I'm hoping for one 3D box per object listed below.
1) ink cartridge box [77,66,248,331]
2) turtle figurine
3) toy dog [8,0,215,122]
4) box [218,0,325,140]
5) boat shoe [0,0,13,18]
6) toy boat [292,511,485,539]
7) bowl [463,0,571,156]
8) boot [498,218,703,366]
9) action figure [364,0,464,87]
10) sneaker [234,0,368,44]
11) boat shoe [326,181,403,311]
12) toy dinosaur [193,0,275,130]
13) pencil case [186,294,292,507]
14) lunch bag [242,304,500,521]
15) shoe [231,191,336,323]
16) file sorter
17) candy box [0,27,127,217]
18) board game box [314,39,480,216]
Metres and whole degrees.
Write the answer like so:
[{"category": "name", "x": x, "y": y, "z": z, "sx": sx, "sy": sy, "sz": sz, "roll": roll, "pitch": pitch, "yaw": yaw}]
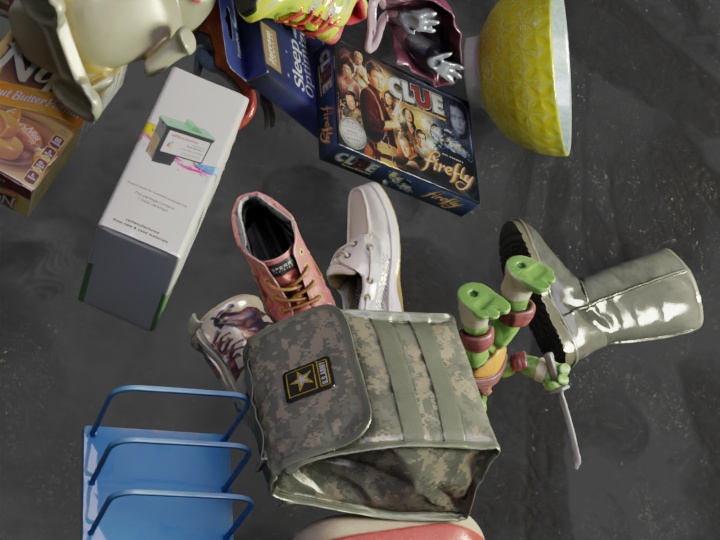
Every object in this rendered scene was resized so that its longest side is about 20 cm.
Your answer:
[{"category": "ink cartridge box", "x": -0.187, "y": -0.069, "z": 1.413, "sx": 0.083, "sy": 0.145, "sz": 0.202, "roll": 23, "pitch": 56, "yaw": -5}, {"category": "turtle figurine", "x": 0.143, "y": 0.102, "z": 1.406, "sx": 0.142, "sy": 0.195, "sz": 0.201, "roll": -3, "pitch": 42, "yaw": -8}, {"category": "toy dog", "x": -0.226, "y": -0.251, "z": 1.439, "sx": 0.199, "sy": 0.193, "sz": 0.141, "roll": -31, "pitch": 113, "yaw": -25}, {"category": "box", "x": -0.080, "y": -0.223, "z": 1.541, "sx": 0.200, "sy": 0.032, "sz": 0.123, "roll": 32, "pitch": 43, "yaw": -54}, {"category": "boat shoe", "x": -0.373, "y": -0.314, "z": 1.520, "sx": 0.198, "sy": 0.072, "sz": 0.077, "roll": 16, "pitch": 57, "yaw": -14}, {"category": "toy boat", "x": 0.028, "y": 0.288, "z": 1.307, "sx": 0.198, "sy": 0.131, "sz": 0.132, "roll": -4, "pitch": 58, "yaw": -24}, {"category": "bowl", "x": 0.173, "y": -0.223, "z": 1.650, "sx": 0.106, "sy": 0.201, "sz": 0.202, "roll": -4, "pitch": 58, "yaw": 13}, {"category": "boot", "x": 0.262, "y": 0.007, "z": 1.602, "sx": 0.198, "sy": 0.073, "sz": 0.184, "roll": -20, "pitch": 85, "yaw": -23}, {"category": "action figure", "x": 0.055, "y": -0.287, "z": 1.642, "sx": 0.147, "sy": 0.135, "sz": 0.201, "roll": 0, "pitch": 40, "yaw": -13}, {"category": "sneaker", "x": -0.049, "y": -0.270, "z": 1.500, "sx": 0.199, "sy": 0.078, "sz": 0.091, "roll": -30, "pitch": 105, "yaw": -49}, {"category": "boat shoe", "x": 0.000, "y": 0.000, "z": 1.498, "sx": 0.068, "sy": 0.071, "sz": 0.202, "roll": 3, "pitch": 63, "yaw": -21}, {"category": "toy dinosaur", "x": -0.154, "y": -0.226, "z": 1.522, "sx": 0.104, "sy": 0.202, "sz": 0.182, "roll": -20, "pitch": 38, "yaw": -14}, {"category": "pencil case", "x": -0.086, "y": 0.119, "z": 1.390, "sx": 0.089, "sy": 0.078, "sz": 0.201, "roll": -14, "pitch": 67, "yaw": -53}, {"category": "lunch bag", "x": -0.001, "y": 0.121, "z": 1.289, "sx": 0.197, "sy": 0.118, "sz": 0.165, "roll": 4, "pitch": 41, "yaw": -18}, {"category": "shoe", "x": -0.067, "y": 0.019, "z": 1.432, "sx": 0.071, "sy": 0.091, "sz": 0.201, "roll": -27, "pitch": 67, "yaw": -2}, {"category": "file sorter", "x": -0.164, "y": 0.214, "z": 1.279, "sx": 0.137, "sy": 0.123, "sz": 0.202, "roll": 6, "pitch": 61, "yaw": -19}, {"category": "candy box", "x": -0.325, "y": -0.163, "z": 1.464, "sx": 0.115, "sy": 0.055, "sz": 0.201, "roll": 29, "pitch": 56, "yaw": -3}, {"category": "board game box", "x": 0.040, "y": -0.151, "z": 1.581, "sx": 0.198, "sy": 0.034, "sz": 0.137, "roll": 19, "pitch": 54, "yaw": -36}]
